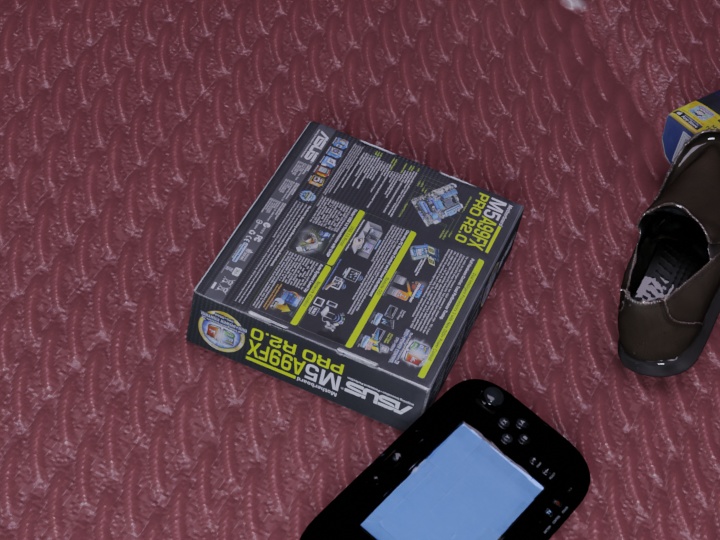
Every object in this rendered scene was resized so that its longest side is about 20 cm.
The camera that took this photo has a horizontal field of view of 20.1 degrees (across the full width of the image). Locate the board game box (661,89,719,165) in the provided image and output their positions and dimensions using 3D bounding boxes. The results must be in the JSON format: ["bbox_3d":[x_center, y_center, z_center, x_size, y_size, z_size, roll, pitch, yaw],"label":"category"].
[{"bbox_3d":[0.347,-0.065,1.458,0.199,0.062,0.200,-24,54,-36],"label":"board game box"}]

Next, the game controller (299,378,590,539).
[{"bbox_3d":[0.051,0.140,1.164,0.104,0.042,0.200,32,45,19],"label":"game controller"}]

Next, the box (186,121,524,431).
[{"bbox_3d":[0.000,0.000,1.300,0.159,0.044,0.200,22,42,7],"label":"box"}]

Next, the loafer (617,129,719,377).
[{"bbox_3d":[0.220,-0.024,1.331,0.073,0.072,0.201,7,52,22],"label":"loafer"}]
